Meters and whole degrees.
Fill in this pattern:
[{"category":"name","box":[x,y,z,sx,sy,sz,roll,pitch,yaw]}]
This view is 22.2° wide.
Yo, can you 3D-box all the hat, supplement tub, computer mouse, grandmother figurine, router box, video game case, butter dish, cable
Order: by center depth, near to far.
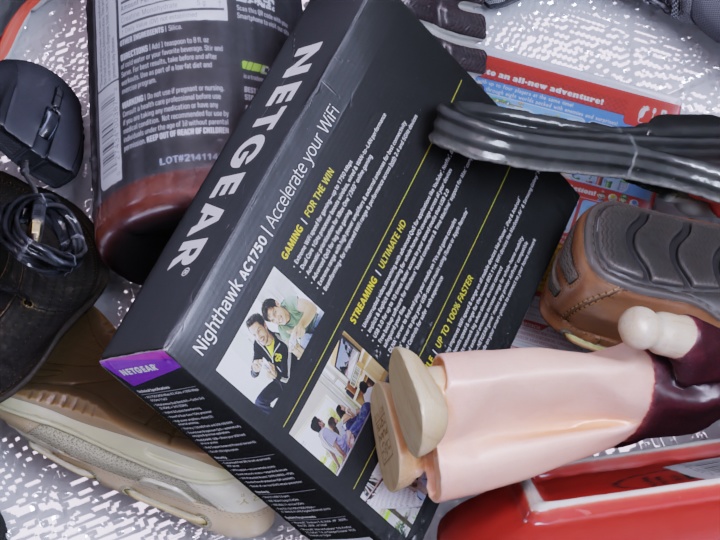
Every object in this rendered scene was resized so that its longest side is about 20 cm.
[{"category":"butter dish","box":[0.137,0.148,0.728,0.198,0.200,0.149,-9,89,1]},{"category":"grandmother figurine","box":[0.107,0.051,0.730,0.199,0.121,0.061,-6,75,-15]},{"category":"router box","box":[0.000,0.000,0.771,0.051,0.149,0.201,-10,44,49]},{"category":"cable","box":[0.122,-0.038,0.797,0.199,0.051,0.097,-4,29,-37]},{"category":"hat","box":[-0.210,-0.017,0.817,0.199,0.081,0.201,-3,34,2]},{"category":"computer mouse","box":[-0.146,-0.053,0.837,0.034,0.059,0.200,-45,29,11]},{"category":"supplement tub","box":[-0.077,-0.098,0.871,0.106,0.107,0.201,-6,66,2]},{"category":"video game case","box":[0.058,-0.012,0.871,0.142,0.017,0.201,16,70,11]}]

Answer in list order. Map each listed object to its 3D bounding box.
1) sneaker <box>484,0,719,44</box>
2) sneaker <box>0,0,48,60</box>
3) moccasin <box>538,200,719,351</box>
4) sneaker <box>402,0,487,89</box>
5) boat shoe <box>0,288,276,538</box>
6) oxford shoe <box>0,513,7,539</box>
[{"category":"sneaker","box":[0.120,-0.151,0.896,0.113,0.076,0.200,-31,63,-8]},{"category":"sneaker","box":[-0.196,-0.152,0.915,0.077,0.082,0.200,36,74,17]},{"category":"moccasin","box":[0.178,0.028,0.814,0.200,0.078,0.074,8,53,-13]},{"category":"sneaker","box":[0.006,-0.120,0.886,0.075,0.115,0.201,15,89,-32]},{"category":"boat shoe","box":[-0.121,0.064,0.824,0.199,0.065,0.072,19,42,29]},{"category":"oxford shoe","box":[-0.239,0.062,0.829,0.200,0.084,0.073,40,80,21]}]
